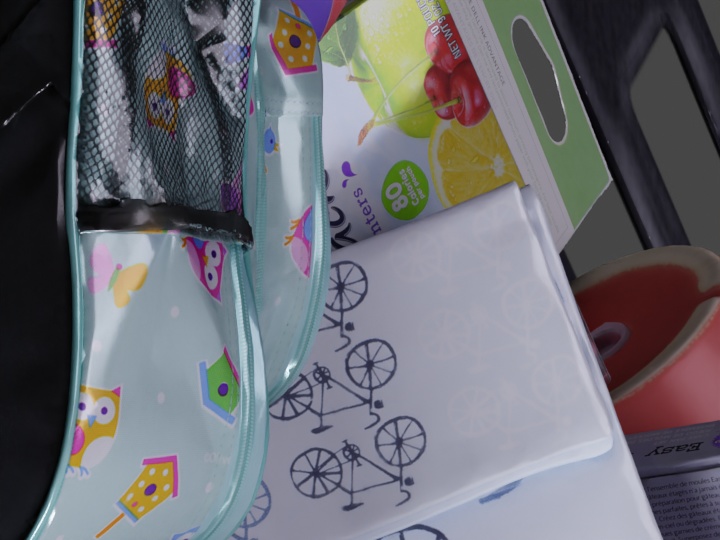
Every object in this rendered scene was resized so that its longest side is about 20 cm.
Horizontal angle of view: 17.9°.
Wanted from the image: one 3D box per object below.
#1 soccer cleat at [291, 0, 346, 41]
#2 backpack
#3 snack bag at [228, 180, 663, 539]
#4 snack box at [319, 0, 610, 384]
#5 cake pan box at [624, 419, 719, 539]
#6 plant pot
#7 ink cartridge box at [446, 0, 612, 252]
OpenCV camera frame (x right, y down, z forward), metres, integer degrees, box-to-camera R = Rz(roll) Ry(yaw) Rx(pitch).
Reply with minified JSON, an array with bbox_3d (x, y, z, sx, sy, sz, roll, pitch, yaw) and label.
[{"bbox_3d":[-0.053,-0.105,0.726,0.073,0.068,0.200,-63,160,2],"label":"soccer cleat"},{"bbox_3d":[-0.102,-0.002,0.670,0.153,0.175,0.201,14,75,-51],"label":"backpack"},{"bbox_3d":[0.011,0.091,0.819,0.021,0.188,0.201,155,-86,-82],"label":"snack bag"},{"bbox_3d":[0.000,0.000,0.884,0.142,0.053,0.200,-36,117,-20],"label":"snack box"},{"bbox_3d":[0.112,0.159,0.937,0.185,0.199,0.052,70,26,-16],"label":"cake pan box"},{"bbox_3d":[0.145,0.100,1.027,0.178,0.200,0.201,57,39,-19],"label":"plant pot"},{"bbox_3d":[0.035,-0.047,1.006,0.200,0.048,0.146,-53,126,-48],"label":"ink cartridge box"}]
